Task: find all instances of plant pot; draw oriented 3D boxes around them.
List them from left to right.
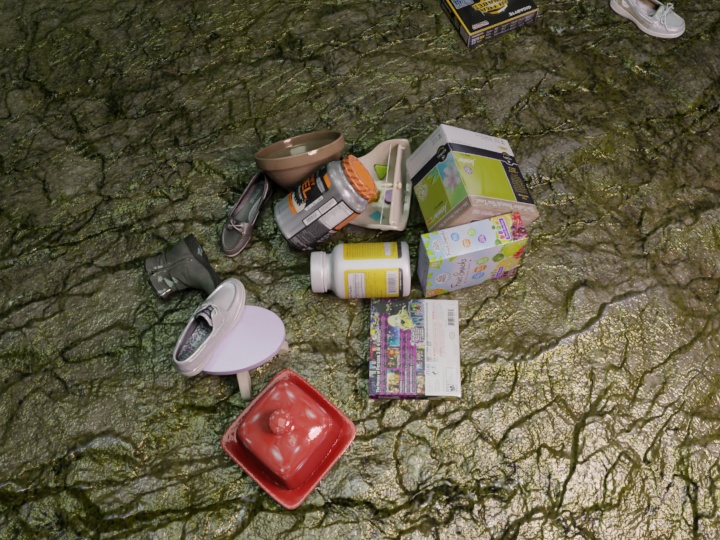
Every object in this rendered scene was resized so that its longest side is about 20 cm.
[{"bbox_3d":[-0.124,-0.231,1.449,0.198,0.094,0.201,-12,24,5],"label":"plant pot"}]

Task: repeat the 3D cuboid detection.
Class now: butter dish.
[{"bbox_3d":[-0.136,0.286,1.200,0.199,0.148,0.200,37,70,17],"label":"butter dish"}]

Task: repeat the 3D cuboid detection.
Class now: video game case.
[{"bbox_3d":[0.106,0.154,1.316,0.179,0.036,0.203,0,65,2],"label":"video game case"}]

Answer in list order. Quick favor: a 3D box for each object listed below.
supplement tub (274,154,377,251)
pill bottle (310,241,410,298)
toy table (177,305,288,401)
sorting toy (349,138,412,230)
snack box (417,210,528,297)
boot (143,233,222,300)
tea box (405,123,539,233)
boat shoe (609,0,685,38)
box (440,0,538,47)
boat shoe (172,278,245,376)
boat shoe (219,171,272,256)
[{"bbox_3d":[-0.070,-0.140,1.369,0.199,0.122,0.124,-34,65,19],"label":"supplement tub"},{"bbox_3d":[0.000,0.000,1.349,0.197,0.112,0.113,-1,65,0],"label":"pill bottle"},{"bbox_3d":[-0.239,0.148,1.284,0.197,0.117,0.186,0,64,1],"label":"toy table"},{"bbox_3d":[0.016,-0.171,1.442,0.178,0.107,0.203,3,74,16],"label":"sorting toy"},{"bbox_3d":[0.217,-0.028,1.324,0.197,0.169,0.068,-13,64,-3],"label":"snack box"},{"bbox_3d":[-0.361,0.027,1.380,0.130,0.068,0.201,-33,61,-8],"label":"boot"},{"bbox_3d":[0.226,-0.167,1.362,0.198,0.134,0.199,4,58,-36],"label":"tea box"},{"bbox_3d":[0.716,-0.649,1.657,0.202,0.065,0.074,42,73,18],"label":"boat shoe"},{"bbox_3d":[0.324,-0.667,1.687,0.198,0.049,0.161,-22,65,-8],"label":"box"},{"bbox_3d":[-0.277,0.093,1.208,0.071,0.069,0.201,29,68,13],"label":"boat shoe"},{"bbox_3d":[-0.252,-0.127,1.445,0.066,0.057,0.202,20,67,11],"label":"boat shoe"}]
